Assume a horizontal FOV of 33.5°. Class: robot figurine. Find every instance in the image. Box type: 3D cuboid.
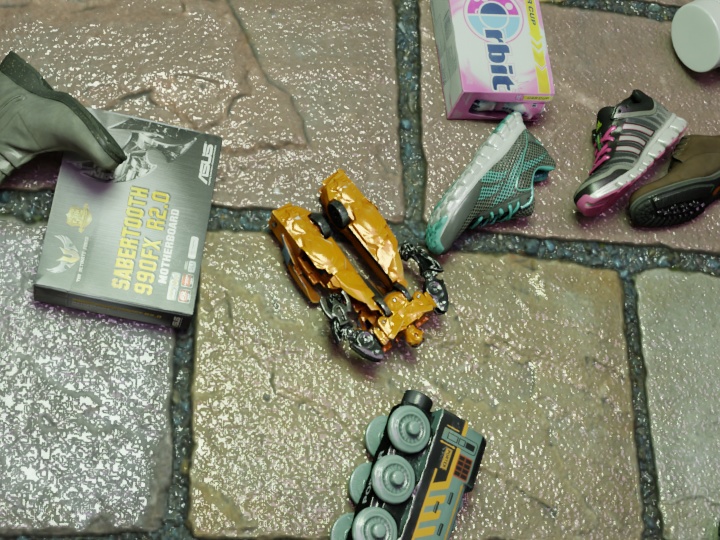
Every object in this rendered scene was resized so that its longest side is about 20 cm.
[{"bbox_3d":[0.000,0.000,1.244,0.144,0.058,0.201,-33,80,-24],"label":"robot figurine"}]

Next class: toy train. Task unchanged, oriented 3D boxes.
[{"bbox_3d":[0.048,0.220,1.160,0.113,0.085,0.202,28,64,-14],"label":"toy train"}]

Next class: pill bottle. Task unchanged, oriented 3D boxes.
[{"bbox_3d":[0.485,-0.315,1.477,0.198,0.113,0.114,-24,76,-23],"label":"pill bottle"}]

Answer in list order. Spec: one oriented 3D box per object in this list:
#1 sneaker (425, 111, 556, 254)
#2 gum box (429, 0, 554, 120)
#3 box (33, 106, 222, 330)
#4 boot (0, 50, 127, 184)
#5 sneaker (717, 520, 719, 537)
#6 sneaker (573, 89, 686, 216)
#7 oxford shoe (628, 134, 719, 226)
[{"bbox_3d":[0.148,-0.083,1.313,0.091,0.078,0.201,40,65,-2],"label":"sneaker"},{"bbox_3d":[0.150,-0.269,1.388,0.111,0.066,0.204,-1,69,-14],"label":"gum box"},{"bbox_3d":[-0.231,-0.054,1.206,0.156,0.048,0.203,12,66,-11],"label":"box"},{"bbox_3d":[-0.324,-0.117,1.165,0.199,0.068,0.131,35,80,30],"label":"boot"},{"bbox_3d":[0.454,0.319,1.235,0.198,0.074,0.081,31,66,-1],"label":"sneaker"},{"bbox_3d":[0.292,-0.140,1.376,0.087,0.074,0.200,45,59,5],"label":"sneaker"},{"bbox_3d":[0.381,-0.111,1.398,0.198,0.073,0.085,-22,59,-24],"label":"oxford shoe"}]
